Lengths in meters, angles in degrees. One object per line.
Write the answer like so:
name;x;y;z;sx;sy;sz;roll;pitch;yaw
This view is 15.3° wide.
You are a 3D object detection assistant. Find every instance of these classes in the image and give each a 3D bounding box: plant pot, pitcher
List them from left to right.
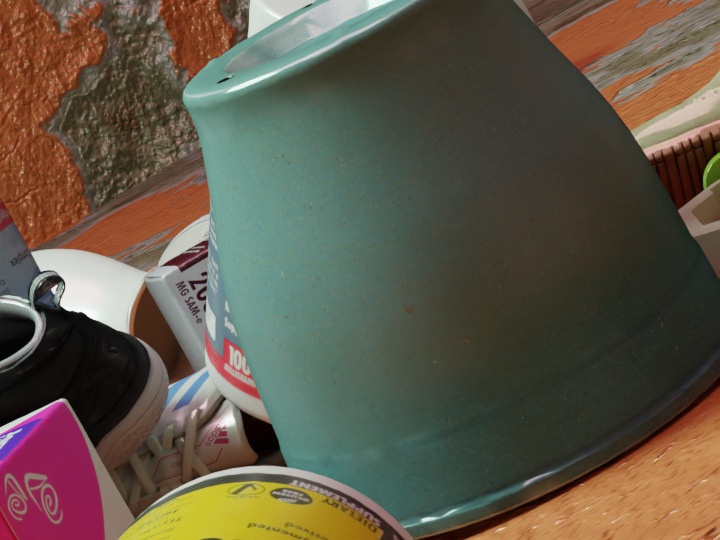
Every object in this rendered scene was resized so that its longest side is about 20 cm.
pitcher;-0.157;0.042;1.746;0.199;0.122;0.171;-8;-1;41
plant pot;0.028;-0.021;1.086;0.199;0.189;0.200;-24;13;6

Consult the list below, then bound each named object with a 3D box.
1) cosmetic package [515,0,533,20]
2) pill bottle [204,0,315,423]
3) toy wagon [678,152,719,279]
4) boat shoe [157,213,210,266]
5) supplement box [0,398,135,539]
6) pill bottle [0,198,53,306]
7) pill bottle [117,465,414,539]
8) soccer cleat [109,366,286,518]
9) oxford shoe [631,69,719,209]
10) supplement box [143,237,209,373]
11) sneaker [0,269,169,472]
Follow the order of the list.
cosmetic package;0.060;-0.149;2.250;0.108;0.085;0.200;-38;13;-37
pill bottle;-0.011;-0.038;1.236;0.119;0.201;0.120;2;30;-1
toy wagon;0.191;-0.034;1.213;0.199;0.040;0.155;-29;7;4
boat shoe;-0.088;-0.001;1.899;0.200;0.072;0.066;-8;16;46
supplement box;-0.199;0.151;1.167;0.199;0.104;0.101;-24;10;20
pill bottle;-0.196;0.057;1.391;0.108;0.201;0.109;-28;8;4
pill bottle;-0.039;0.131;0.697;0.111;0.112;0.200;-27;9;14
soccer cleat;-0.097;0.092;1.302;0.200;0.070;0.086;-31;8;-17
oxford shoe;0.206;-0.092;1.328;0.199;0.074;0.071;-23;-29;-3
supplement box;0.000;0.000;1.411;0.200;0.109;0.061;-31;7;-13
sneaker;-0.189;0.083;1.240;0.200;0.114;0.075;-44;45;-3
